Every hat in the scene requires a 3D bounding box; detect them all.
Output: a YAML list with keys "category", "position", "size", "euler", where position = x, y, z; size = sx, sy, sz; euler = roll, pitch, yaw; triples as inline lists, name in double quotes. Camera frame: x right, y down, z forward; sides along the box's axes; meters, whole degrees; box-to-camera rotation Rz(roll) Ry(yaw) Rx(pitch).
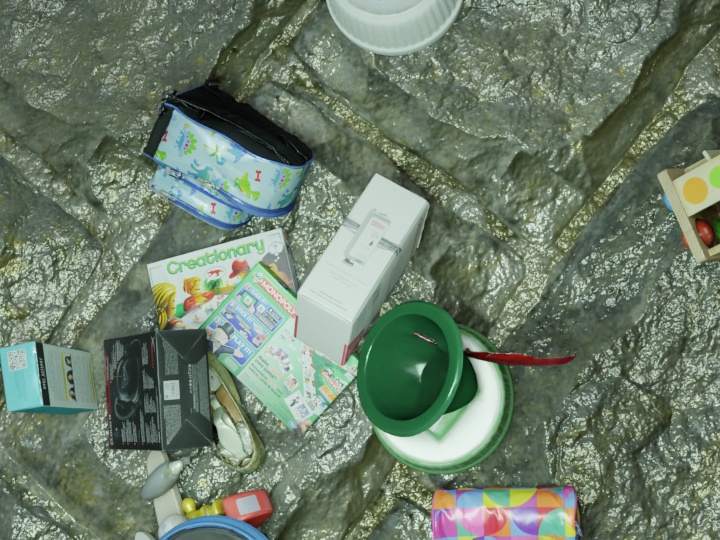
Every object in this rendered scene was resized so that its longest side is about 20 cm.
- category: "hat"
  position: [0.121, 0.140, 1.517]
  size: [0.199, 0.175, 0.168]
  euler: [15, 87, 48]

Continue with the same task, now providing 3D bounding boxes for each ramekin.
- category: "ramekin"
  position: [0.100, 0.163, 1.575]
  size: [0.197, 0.098, 0.203]
  euler: [-1, 83, 8]
- category: "ramekin"
  position: [0.043, -0.405, 1.657]
  size: [0.197, 0.105, 0.203]
  euler: [-1, 83, 8]

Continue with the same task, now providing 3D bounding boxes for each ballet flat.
- category: "ballet flat"
  position: [-0.192, 0.182, 1.618]
  size: [0.070, 0.071, 0.202]
  euler: [-31, 89, 3]

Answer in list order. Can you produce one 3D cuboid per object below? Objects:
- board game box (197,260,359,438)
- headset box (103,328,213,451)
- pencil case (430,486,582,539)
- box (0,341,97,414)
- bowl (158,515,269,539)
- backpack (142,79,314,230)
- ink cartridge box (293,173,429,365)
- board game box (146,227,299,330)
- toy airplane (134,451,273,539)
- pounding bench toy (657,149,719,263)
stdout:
- category: "board game box"
  position: [-0.107, 0.106, 1.625]
  size: [0.200, 0.029, 0.135]
  euler: [44, 96, 0]
- category: "headset box"
  position: [-0.272, 0.158, 1.596]
  size: [0.076, 0.199, 0.151]
  euler: [-1, 83, -32]
- category: "pencil case"
  position: [0.187, 0.319, 1.551]
  size: [0.197, 0.088, 0.090]
  euler: [-1, 82, 10]
- category: "box"
  position: [-0.407, 0.145, 1.604]
  size: [0.048, 0.200, 0.084]
  euler: [-11, 81, 6]
- category: "bowl"
  position: [-0.182, 0.400, 1.471]
  size: [0.197, 0.039, 0.204]
  euler: [-1, 81, 8]
- category: "backpack"
  position: [-0.172, -0.143, 1.622]
  size: [0.198, 0.183, 0.148]
  euler: [27, 110, 8]
- category: "ink cartridge box"
  position: [0.000, 0.000, 1.559]
  size: [0.082, 0.147, 0.201]
  euler: [29, 65, 9]
- category: "board game box"
  position: [-0.185, 0.029, 1.669]
  size: [0.197, 0.035, 0.128]
  euler: [-15, 81, 6]
- category: "toy airplane"
  position: [-0.231, 0.349, 1.578]
  size: [0.198, 0.141, 0.201]
  euler: [19, 78, 23]
- category: "pounding bench toy"
  position: [0.492, -0.095, 1.545]
  size: [0.155, 0.199, 0.126]
  euler: [-31, 75, 35]
